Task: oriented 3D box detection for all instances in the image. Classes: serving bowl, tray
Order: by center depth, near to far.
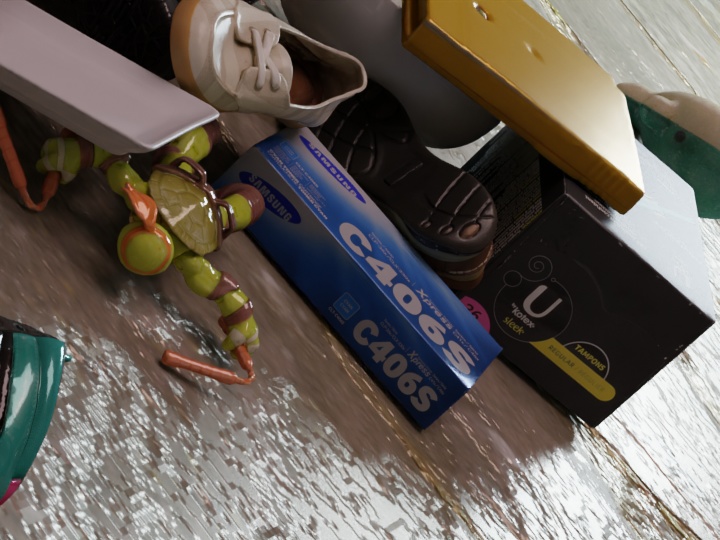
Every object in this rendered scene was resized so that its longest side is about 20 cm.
[{"bbox_3d":[-0.180,-0.115,1.098,0.199,0.022,0.107,30,22,8],"label":"tray"},{"bbox_3d":[0.009,-0.155,1.481,0.200,0.066,0.200,44,1,-1],"label":"serving bowl"}]

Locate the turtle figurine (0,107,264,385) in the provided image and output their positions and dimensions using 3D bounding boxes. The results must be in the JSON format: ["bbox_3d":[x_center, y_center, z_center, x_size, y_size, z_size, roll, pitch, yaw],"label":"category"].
[{"bbox_3d":[-0.108,-0.039,1.120,0.200,0.064,0.161,45,23,-8],"label":"turtle figurine"}]

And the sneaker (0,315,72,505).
[{"bbox_3d":[-0.184,0.023,0.855,0.120,0.084,0.201,15,47,-45],"label":"sneaker"}]

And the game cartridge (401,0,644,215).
[{"bbox_3d":[0.111,-0.142,1.420,0.200,0.032,0.177,38,25,-19],"label":"game cartridge"}]

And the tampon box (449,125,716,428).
[{"bbox_3d":[0.155,-0.017,1.476,0.150,0.126,0.200,39,25,-16],"label":"tampon box"}]

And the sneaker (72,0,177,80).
[{"bbox_3d":[-0.153,-0.187,1.254,0.200,0.060,0.104,44,21,20],"label":"sneaker"}]

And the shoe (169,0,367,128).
[{"bbox_3d":[-0.053,-0.125,1.211,0.200,0.053,0.070,9,76,-68],"label":"shoe"}]

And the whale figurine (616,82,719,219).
[{"bbox_3d":[0.320,-0.119,2.013,0.159,0.104,0.200,25,7,-42],"label":"whale figurine"}]

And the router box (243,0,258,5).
[{"bbox_3d":[-0.126,-0.258,1.321,0.200,0.062,0.150,51,-6,-9],"label":"router box"}]

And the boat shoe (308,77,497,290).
[{"bbox_3d":[0.017,-0.057,1.377,0.200,0.075,0.074,48,-21,35],"label":"boat shoe"}]

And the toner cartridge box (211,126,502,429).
[{"bbox_3d":[0.000,0.000,1.280,0.200,0.043,0.095,48,21,1],"label":"toner cartridge box"}]
